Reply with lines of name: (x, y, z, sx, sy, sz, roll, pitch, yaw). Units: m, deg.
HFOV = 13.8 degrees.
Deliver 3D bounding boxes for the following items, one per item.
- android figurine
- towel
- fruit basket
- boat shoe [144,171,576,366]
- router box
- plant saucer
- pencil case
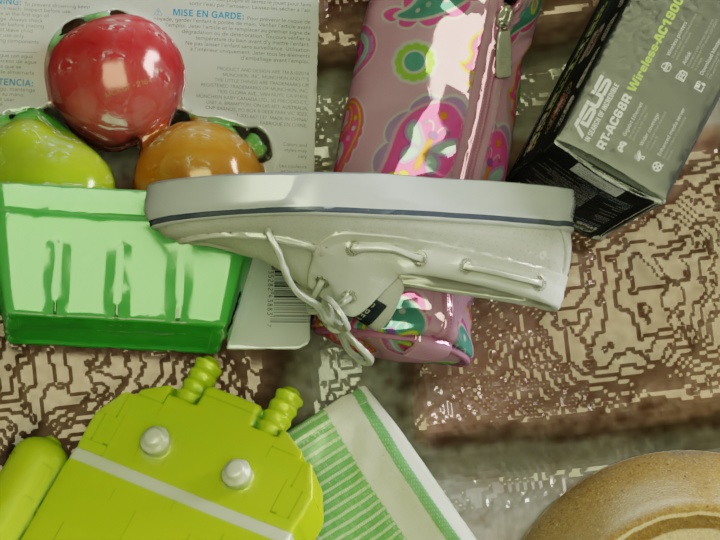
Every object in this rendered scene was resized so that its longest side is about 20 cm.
android figurine: (-0.095, 0.133, 1.401, 0.181, 0.041, 0.201, 21, 68, 22)
towel: (-0.043, 0.158, 1.410, 0.199, 0.023, 0.153, -32, 58, -9)
fruit basket: (-0.113, -0.060, 1.443, 0.184, 0.094, 0.201, 2, 68, -6)
boat shoe: (0.000, 0.000, 1.366, 0.201, 0.075, 0.087, 3, 88, -15)
router box: (0.149, -0.121, 1.430, 0.062, 0.150, 0.201, 29, 82, -2)
plant saucer: (0.163, 0.188, 1.457, 0.199, 0.035, 0.202, 1, 84, -6)
pencil case: (0.033, -0.056, 1.445, 0.087, 0.087, 0.201, 13, 84, -4)
